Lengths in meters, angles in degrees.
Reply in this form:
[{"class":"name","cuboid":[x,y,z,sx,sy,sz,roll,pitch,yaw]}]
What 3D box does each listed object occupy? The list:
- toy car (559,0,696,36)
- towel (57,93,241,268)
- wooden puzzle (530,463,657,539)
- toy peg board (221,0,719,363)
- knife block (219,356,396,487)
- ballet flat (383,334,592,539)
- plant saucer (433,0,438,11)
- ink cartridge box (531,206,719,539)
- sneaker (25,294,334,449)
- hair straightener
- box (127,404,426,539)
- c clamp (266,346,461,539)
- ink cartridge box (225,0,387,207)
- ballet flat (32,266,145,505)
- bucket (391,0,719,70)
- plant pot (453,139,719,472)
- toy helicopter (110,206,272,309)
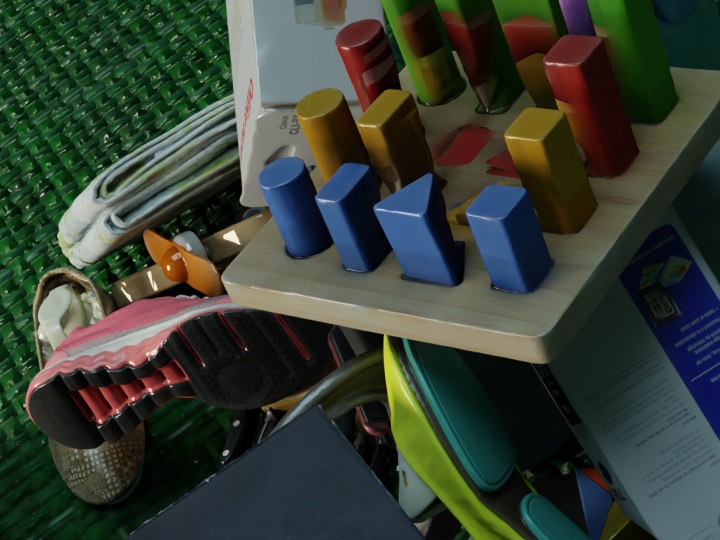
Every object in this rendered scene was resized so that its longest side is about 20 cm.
[{"class":"toy car","cuboid":[0.106,-0.183,1.121,0.200,0.175,0.150,0,88,8]},{"class":"towel","cuboid":[-0.119,-0.069,1.346,0.171,0.048,0.200,-31,1,-15]},{"class":"wooden puzzle","cuboid":[0.187,0.138,1.023,0.200,0.046,0.185,-21,41,13]},{"class":"toy peg board","cuboid":[0.047,-0.070,0.977,0.200,0.098,0.199,9,46,39]},{"class":"knife block","cuboid":[-0.002,0.068,1.203,0.200,0.064,0.176,-41,41,-11]},{"class":"ballet flat","cuboid":[0.060,0.118,0.983,0.067,0.200,0.067,-40,-3,25]},{"class":"plant saucer","cuboid":[0.074,-0.246,1.286,0.200,0.037,0.200,-19,41,18]},{"class":"ink cartridge box","cuboid":[0.146,0.048,1.001,0.099,0.200,0.039,-30,-5,-11]},{"class":"sneaker","cuboid":[-0.106,0.038,1.195,0.200,0.074,0.087,-15,34,17]},{"class":"hair straightener","cuboid":[0.000,0.000,1.115,0.041,0.077,0.200,-3,38,-12]},{"class":"box","cuboid":[0.011,0.207,0.947,0.124,0.197,0.200,-36,40,-5]},{"class":"c clamp","cuboid":[-0.014,0.136,1.046,0.171,0.200,0.027,-28,43,-20]},{"class":"ink cartridge box","cuboid":[-0.036,-0.156,1.205,0.083,0.145,0.200,-3,69,-8]},{"class":"ballet flat","cuboid":[-0.188,0.070,1.317,0.070,0.065,0.200,-29,40,5]},{"class":"bucket","cuboid":[0.136,-0.137,1.269,0.207,0.135,0.207,-17,42,16]},{"class":"plant pot","cuboid":[0.118,0.000,1.112,0.196,0.200,0.200,-22,40,-2]},{"class":"toy helicopter","cuboid":[-0.099,-0.008,1.314,0.200,0.079,0.132,-23,3,40]}]
